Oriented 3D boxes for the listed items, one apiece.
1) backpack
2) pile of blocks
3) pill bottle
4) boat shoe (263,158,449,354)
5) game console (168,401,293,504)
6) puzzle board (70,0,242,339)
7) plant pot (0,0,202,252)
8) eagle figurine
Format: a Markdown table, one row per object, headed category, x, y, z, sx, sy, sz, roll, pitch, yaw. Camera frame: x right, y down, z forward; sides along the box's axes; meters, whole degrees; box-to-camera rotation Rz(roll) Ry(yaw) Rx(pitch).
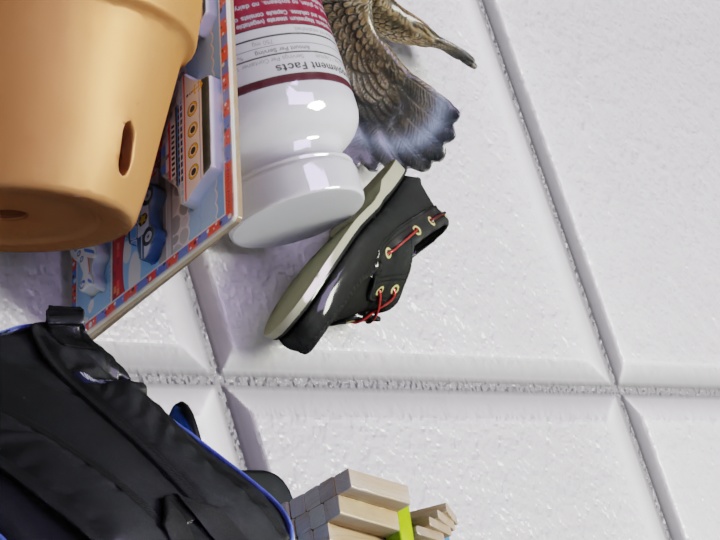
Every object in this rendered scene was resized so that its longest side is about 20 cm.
| category | x | y | z | sx | sy | sz | roll | pitch | yaw |
| --- | --- | --- | --- | --- | --- | --- | --- | --- | --- |
| backpack | -0.141 | 0.133 | 1.111 | 0.200 | 0.147 | 0.183 | 32 | 27 | 28 |
| pile of blocks | 0.022 | 0.176 | 1.328 | 0.200 | 0.082 | 0.062 | 50 | 27 | -56 |
| pill bottle | -0.068 | -0.120 | 1.452 | 0.113 | 0.113 | 0.200 | 2 | 64 | -49 |
| boat shoe | 0.002 | -0.002 | 1.480 | 0.063 | 0.074 | 0.201 | 45 | 32 | -4 |
| game console | -0.044 | 0.180 | 1.256 | 0.171 | 0.118 | 0.200 | 6 | 61 | -48 |
| puzzle board | -0.119 | -0.077 | 1.327 | 0.017 | 0.151 | 0.200 | 20 | 50 | -33 |
| plant pot | -0.182 | -0.092 | 1.248 | 0.200 | 0.200 | 0.140 | 13 | 71 | -44 |
| eagle figurine | -0.003 | -0.177 | 1.587 | 0.152 | 0.151 | 0.200 | -31 | 127 | -16 |
